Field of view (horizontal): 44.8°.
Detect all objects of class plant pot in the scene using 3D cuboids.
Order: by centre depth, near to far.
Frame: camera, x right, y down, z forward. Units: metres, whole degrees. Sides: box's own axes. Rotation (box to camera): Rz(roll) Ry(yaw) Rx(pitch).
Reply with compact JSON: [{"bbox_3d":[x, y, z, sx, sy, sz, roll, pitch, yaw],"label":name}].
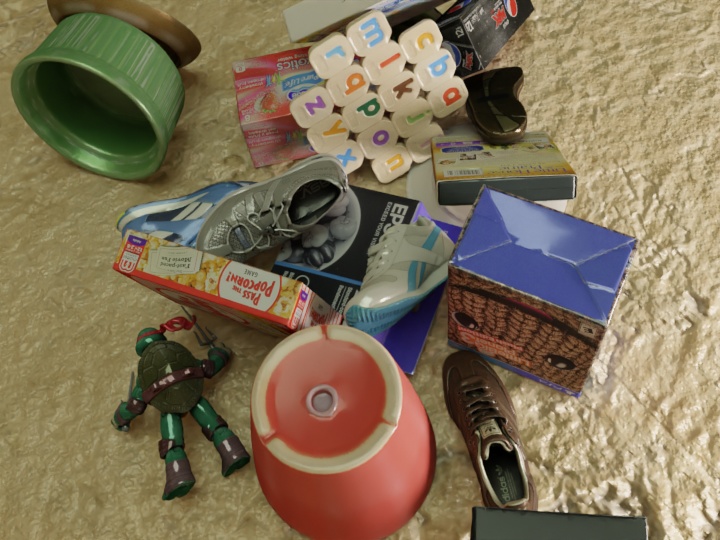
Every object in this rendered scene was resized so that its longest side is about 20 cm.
[{"bbox_3d":[-0.024,0.154,0.859,0.197,0.178,0.203,-2,63,5],"label":"plant pot"},{"bbox_3d":[-0.303,-0.300,1.116,0.197,0.200,0.028,12,82,11],"label":"plant pot"}]

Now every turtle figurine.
[{"bbox_3d":[-0.201,0.132,0.936,0.148,0.101,0.202,-26,69,-8],"label":"turtle figurine"}]

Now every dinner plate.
[{"bbox_3d":[0.154,-0.107,1.065,0.197,0.024,0.203,-2,61,4],"label":"dinner plate"}]

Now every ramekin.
[{"bbox_3d":[-0.313,-0.215,1.071,0.197,0.201,0.099,13,57,12],"label":"ramekin"}]

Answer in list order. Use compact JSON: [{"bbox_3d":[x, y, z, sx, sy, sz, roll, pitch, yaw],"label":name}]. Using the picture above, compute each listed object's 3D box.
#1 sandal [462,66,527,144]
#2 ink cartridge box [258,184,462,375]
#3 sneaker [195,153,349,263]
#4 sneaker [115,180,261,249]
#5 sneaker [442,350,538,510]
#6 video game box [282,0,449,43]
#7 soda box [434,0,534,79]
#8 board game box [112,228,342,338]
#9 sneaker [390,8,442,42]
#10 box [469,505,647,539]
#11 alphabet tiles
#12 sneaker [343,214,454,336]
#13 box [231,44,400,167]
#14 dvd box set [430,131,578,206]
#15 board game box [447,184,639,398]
[{"bbox_3d":[0.169,-0.197,1.071,0.080,0.055,0.201,-8,35,5],"label":"sandal"},{"bbox_3d":[0.000,0.000,1.004,0.197,0.044,0.200,14,64,17],"label":"ink cartridge box"},{"bbox_3d":[-0.100,-0.064,0.980,0.199,0.075,0.082,-35,23,-1],"label":"sneaker"},{"bbox_3d":[-0.189,-0.048,1.042,0.197,0.074,0.083,-17,68,2],"label":"sneaker"},{"bbox_3d":[0.137,0.163,0.896,0.070,0.076,0.202,-17,63,-4],"label":"sneaker"},{"bbox_3d":[0.035,-0.328,1.044,0.198,0.182,0.047,-15,99,34],"label":"video game box"},{"bbox_3d":[0.150,-0.311,1.095,0.063,0.071,0.200,-12,27,39],"label":"soda box"},{"bbox_3d":[-0.132,0.023,0.904,0.198,0.152,0.047,16,79,18],"label":"board game box"},{"bbox_3d":[0.068,-0.320,1.172,0.200,0.077,0.089,47,107,21],"label":"sneaker"},{"bbox_3d":[0.165,0.271,0.766,0.139,0.201,0.080,-1,62,6],"label":"box"},{"bbox_3d":[0.023,-0.200,1.028,0.194,0.201,0.015,-30,36,5],"label":"alphabet tiles"},{"bbox_3d":[0.034,0.005,0.912,0.081,0.076,0.200,51,36,4],"label":"sneaker"},{"bbox_3d":[-0.053,-0.213,1.098,0.197,0.095,0.104,-12,62,-1],"label":"box"},{"bbox_3d":[0.152,-0.117,0.971,0.144,0.030,0.200,-3,21,3],"label":"dvd box set"},{"bbox_3d":[0.177,0.027,0.892,0.158,0.201,0.098,21,67,16],"label":"board game box"}]
